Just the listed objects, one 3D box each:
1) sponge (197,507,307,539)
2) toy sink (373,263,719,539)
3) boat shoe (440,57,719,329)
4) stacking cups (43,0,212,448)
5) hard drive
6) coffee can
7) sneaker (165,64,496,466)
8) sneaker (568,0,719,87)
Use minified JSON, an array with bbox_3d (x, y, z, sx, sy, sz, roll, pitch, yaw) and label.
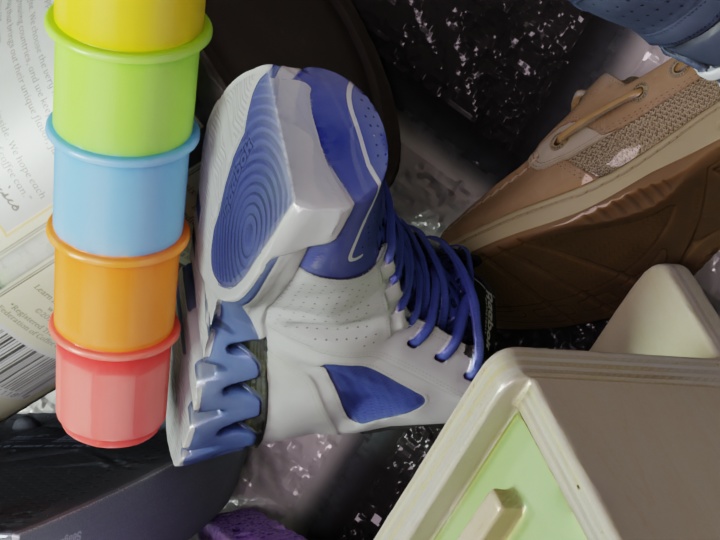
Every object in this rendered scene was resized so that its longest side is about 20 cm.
[{"bbox_3d":[-0.025,0.156,1.119,0.030,0.200,0.112,-6,94,-12],"label":"sponge"},{"bbox_3d":[0.080,0.104,1.040,0.130,0.112,0.200,-59,41,35],"label":"toy sink"},{"bbox_3d":[0.104,-0.037,1.103,0.200,0.071,0.065,-26,50,33],"label":"boat shoe"},{"bbox_3d":[-0.083,-0.034,1.037,0.060,0.061,0.200,20,125,21],"label":"stacking cups"},{"bbox_3d":[-0.133,0.091,1.144,0.135,0.200,0.042,-2,99,23],"label":"hard drive"},{"bbox_3d":[-0.107,-0.044,1.147,0.200,0.146,0.146,-31,83,24],"label":"coffee can"},{"bbox_3d":[0.000,0.000,1.051,0.199,0.115,0.081,112,153,-56],"label":"sneaker"},{"bbox_3d":[0.148,-0.059,0.960,0.070,0.200,0.109,-19,72,53],"label":"sneaker"}]
